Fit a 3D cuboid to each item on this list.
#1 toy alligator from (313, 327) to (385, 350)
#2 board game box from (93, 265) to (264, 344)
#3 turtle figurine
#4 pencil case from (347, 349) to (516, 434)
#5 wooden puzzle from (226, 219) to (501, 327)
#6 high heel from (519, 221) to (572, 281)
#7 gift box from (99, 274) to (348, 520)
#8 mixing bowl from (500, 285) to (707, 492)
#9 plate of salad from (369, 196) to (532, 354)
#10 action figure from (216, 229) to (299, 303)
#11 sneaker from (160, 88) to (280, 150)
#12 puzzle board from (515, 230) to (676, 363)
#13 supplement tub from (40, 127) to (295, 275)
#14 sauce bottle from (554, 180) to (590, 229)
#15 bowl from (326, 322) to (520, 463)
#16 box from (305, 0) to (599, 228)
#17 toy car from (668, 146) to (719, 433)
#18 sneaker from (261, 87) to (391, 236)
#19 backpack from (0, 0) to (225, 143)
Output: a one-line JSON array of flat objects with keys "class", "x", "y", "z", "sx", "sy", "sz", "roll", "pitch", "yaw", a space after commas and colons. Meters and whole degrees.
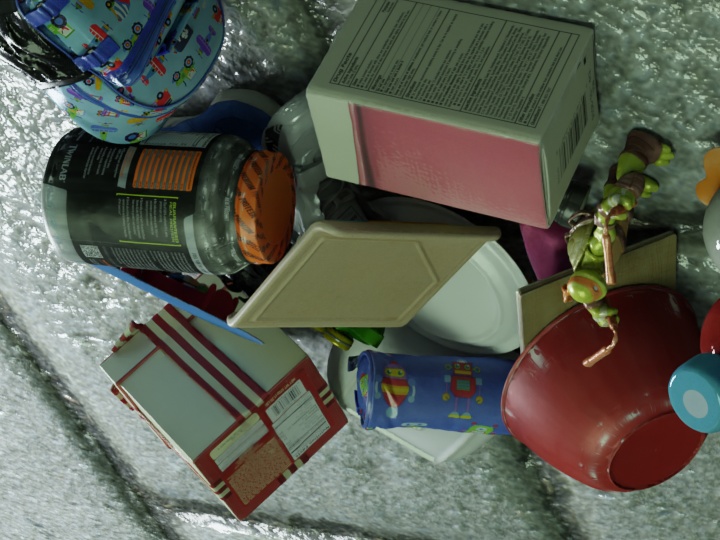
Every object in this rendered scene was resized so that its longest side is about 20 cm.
[{"class": "toy alligator", "x": -0.032, "y": 0.028, "z": 1.787, "sx": 0.200, "sy": 0.059, "sz": 0.054, "roll": 35, "pitch": -175, "yaw": 41}, {"class": "board game box", "x": -0.171, "y": 0.010, "z": 1.692, "sx": 0.199, "sy": 0.039, "sz": 0.158, "roll": 27, "pitch": 174, "yaw": -18}, {"class": "turtle figurine", "x": 0.199, "y": -0.024, "z": 1.468, "sx": 0.064, "sy": 0.162, "sz": 0.200, "roll": 17, "pitch": 146, "yaw": 17}, {"class": "pencil case", "x": 0.088, "y": 0.120, "z": 1.729, "sx": 0.199, "sy": 0.078, "sz": 0.087, "roll": 4, "pitch": 156, "yaw": -13}, {"class": "wooden puzzle", "x": 0.000, "y": 0.000, "z": 1.594, "sx": 0.184, "sy": 0.037, "sz": 0.200, "roll": 1, "pitch": 153, "yaw": -32}, {"class": "high heel", "x": 0.172, "y": 0.024, "z": 1.633, "sx": 0.096, "sy": 0.068, "sz": 0.200, "roll": 14, "pitch": 141, "yaw": 2}, {"class": "gift box", "x": -0.142, "y": 0.108, "z": 1.849, "sx": 0.187, "sy": 0.184, "sz": 0.200, "roll": 41, "pitch": 163, "yaw": 33}, {"class": "mixing bowl", "x": 0.236, "y": 0.122, "z": 1.593, "sx": 0.109, "sy": 0.200, "sz": 0.200, "roll": 59, "pitch": 172, "yaw": 43}, {"class": "plate of salad", "x": 0.079, "y": 0.001, "z": 1.692, "sx": 0.199, "sy": 0.048, "sz": 0.200, "roll": 24, "pitch": 146, "yaw": 18}, {"class": "action figure", "x": -0.111, "y": -0.027, "z": 1.728, "sx": 0.200, "sy": 0.102, "sz": 0.119, "roll": 27, "pitch": 177, "yaw": 32}, {"class": "sneaker", "x": -0.156, "y": -0.099, "z": 1.672, "sx": 0.199, "sy": 0.111, "sz": 0.077, "roll": -7, "pitch": 134, "yaw": 42}, {"class": "puzzle board", "x": 0.211, "y": 0.059, "z": 1.610, "sx": 0.200, "sy": 0.150, "sz": 0.017, "roll": 81, "pitch": 164, "yaw": -46}, {"class": "supplement tub", "x": -0.165, "y": -0.060, "z": 1.569, "sx": 0.199, "sy": 0.123, "sz": 0.123, "roll": 5, "pitch": 142, "yaw": 19}, {"class": "sauce bottle", "x": 0.097, "y": -0.088, "z": 1.544, "sx": 0.199, "sy": 0.065, "sz": 0.065, "roll": 24, "pitch": 147, "yaw": 9}, {"class": "bowl", "x": 0.062, "y": 0.120, "z": 1.853, "sx": 0.199, "sy": 0.075, "sz": 0.200, "roll": 32, "pitch": 149, "yaw": -5}, {"class": "box", "x": 0.076, "y": -0.132, "z": 1.440, "sx": 0.199, "sy": 0.128, "sz": 0.109, "roll": 15, "pitch": 146, "yaw": 21}, {"class": "toy car", "x": 0.321, "y": -0.006, "z": 1.445, "sx": 0.177, "sy": 0.184, "sz": 0.201, "roll": -28, "pitch": 89, "yaw": 53}, {"class": "sneaker", "x": -0.027, "y": -0.078, "z": 1.612, "sx": 0.115, "sy": 0.075, "sz": 0.200, "roll": 44, "pitch": 157, "yaw": 17}, {"class": "backpack", "x": -0.196, "y": -0.209, "z": 1.485, "sx": 0.134, "sy": 0.183, "sz": 0.200, "roll": -5, "pitch": 139, "yaw": 49}]
